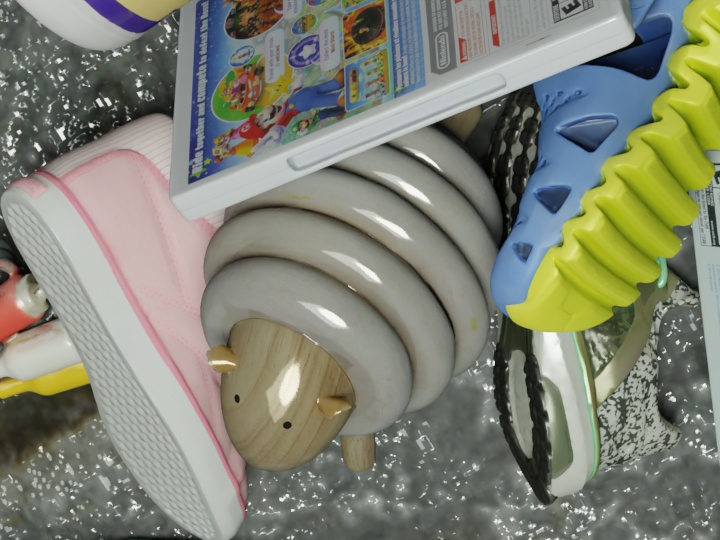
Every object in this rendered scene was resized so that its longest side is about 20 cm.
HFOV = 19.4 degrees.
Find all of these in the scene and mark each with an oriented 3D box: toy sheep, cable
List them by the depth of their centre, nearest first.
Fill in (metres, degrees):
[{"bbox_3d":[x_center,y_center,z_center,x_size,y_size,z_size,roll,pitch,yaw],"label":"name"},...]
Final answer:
[{"bbox_3d":[0.000,0.000,0.895,0.137,0.201,0.138,19,148,13],"label":"toy sheep"},{"bbox_3d":[-0.203,0.053,1.002,0.199,0.051,0.097,-32,135,14],"label":"cable"}]

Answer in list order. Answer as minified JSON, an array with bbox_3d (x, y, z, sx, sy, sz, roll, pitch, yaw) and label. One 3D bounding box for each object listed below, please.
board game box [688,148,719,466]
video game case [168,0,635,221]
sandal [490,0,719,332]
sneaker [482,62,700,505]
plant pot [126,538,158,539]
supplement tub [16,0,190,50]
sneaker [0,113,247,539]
[{"bbox_3d":[0.234,0.016,0.847,0.199,0.064,0.149,8,113,46],"label":"board game box"},{"bbox_3d":[0.012,-0.107,0.874,0.199,0.144,0.018,-21,132,18],"label":"video game case"},{"bbox_3d":[0.104,-0.066,0.851,0.087,0.080,0.201,23,73,28],"label":"sandal"},{"bbox_3d":[0.105,0.000,0.932,0.088,0.077,0.202,-7,105,-18],"label":"sneaker"},{"bbox_3d":[-0.073,0.212,0.967,0.199,0.141,0.143,22,112,36],"label":"plant pot"},{"bbox_3d":[-0.058,-0.191,0.775,0.199,0.145,0.146,-32,98,13],"label":"supplement tub"},{"bbox_3d":[-0.076,0.022,0.952,0.075,0.104,0.201,11,132,51],"label":"sneaker"}]
